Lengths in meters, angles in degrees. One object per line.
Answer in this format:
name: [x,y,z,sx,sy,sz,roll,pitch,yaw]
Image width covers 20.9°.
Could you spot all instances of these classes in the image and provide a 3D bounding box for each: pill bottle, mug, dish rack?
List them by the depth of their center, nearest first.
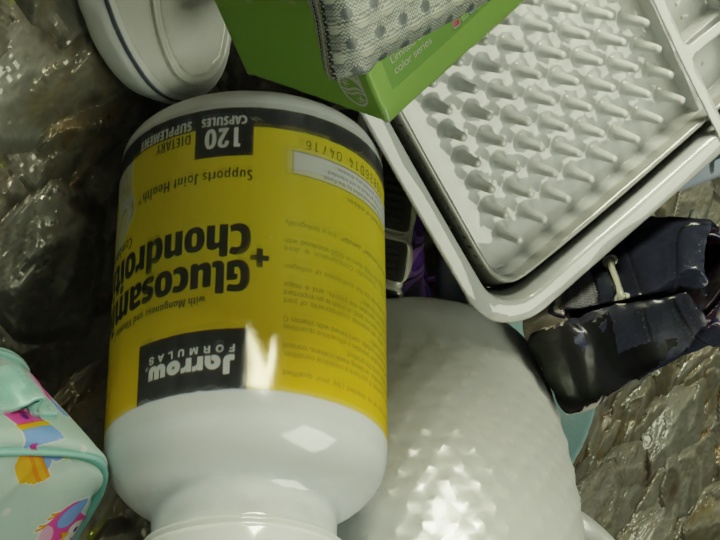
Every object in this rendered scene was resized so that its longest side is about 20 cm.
pill bottle: [-0.045,0.038,0.778,0.112,0.111,0.201,42,41,-53]
dish rack: [0.086,-0.095,0.855,0.200,0.043,0.172,-40,121,-15]
mug: [0.049,0.132,0.865,0.199,0.176,0.148,23,122,-24]

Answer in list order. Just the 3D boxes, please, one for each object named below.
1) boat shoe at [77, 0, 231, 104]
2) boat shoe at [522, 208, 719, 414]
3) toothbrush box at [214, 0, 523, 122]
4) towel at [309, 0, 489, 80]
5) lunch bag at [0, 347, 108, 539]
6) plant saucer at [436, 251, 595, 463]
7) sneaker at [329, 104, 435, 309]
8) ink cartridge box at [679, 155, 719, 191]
boat shoe: [-0.067,-0.152,0.753,0.072,0.066,0.201,-27,129,-40]
boat shoe: [0.139,0.001,0.947,0.075,0.092,0.200,61,20,-17]
toothbrush box: [0.000,-0.180,0.695,0.146,0.086,0.201,-44,134,-23]
towel: [0.043,-0.188,0.658,0.200,0.034,0.194,-30,123,-31]
lunch bag: [-0.191,0.096,0.699,0.161,0.077,0.200,-58,152,14]
plant saucer: [0.078,0.010,1.012,0.201,0.038,0.202,-2,90,-65]
sneaker: [0.000,0.000,0.935,0.083,0.080,0.201,-50,153,-45]
ink cartridge box: [0.136,-0.095,0.936,0.199,0.042,0.120,-18,113,-26]
